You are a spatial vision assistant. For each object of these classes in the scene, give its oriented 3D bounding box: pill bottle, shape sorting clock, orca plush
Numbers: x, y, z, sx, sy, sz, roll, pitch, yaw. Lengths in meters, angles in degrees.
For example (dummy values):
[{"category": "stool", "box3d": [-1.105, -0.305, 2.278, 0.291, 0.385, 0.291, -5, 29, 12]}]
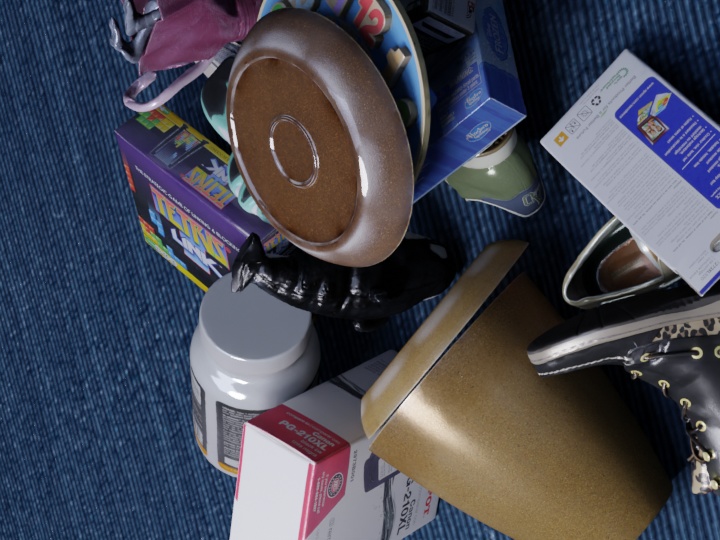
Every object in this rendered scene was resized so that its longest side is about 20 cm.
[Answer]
[{"category": "pill bottle", "box3d": [-0.092, 0.091, 1.404, 0.116, 0.116, 0.200, 45, 153, 23]}, {"category": "shape sorting clock", "box3d": [-0.020, -0.134, 1.182, 0.200, 0.039, 0.201, 16, 111, 45]}, {"category": "orca plush", "box3d": [0.000, 0.000, 1.297, 0.071, 0.199, 0.106, 26, 99, 59]}]

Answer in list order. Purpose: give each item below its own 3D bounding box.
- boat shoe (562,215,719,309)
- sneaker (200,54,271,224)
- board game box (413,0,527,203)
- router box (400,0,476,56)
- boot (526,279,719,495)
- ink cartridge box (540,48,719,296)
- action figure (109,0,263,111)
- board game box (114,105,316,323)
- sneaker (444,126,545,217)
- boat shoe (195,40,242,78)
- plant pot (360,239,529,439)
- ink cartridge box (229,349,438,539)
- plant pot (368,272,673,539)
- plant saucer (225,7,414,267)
[{"category": "boat shoe", "box3d": [0.228, -0.025, 1.169, 0.200, 0.068, 0.075, -46, 69, 41]}, {"category": "sneaker", "box3d": [-0.051, -0.094, 1.369, 0.078, 0.140, 0.200, -42, 43, 21]}, {"category": "board game box", "box3d": [0.032, -0.151, 1.249, 0.200, 0.043, 0.200, -37, 46, 37]}, {"category": "router box", "box3d": [0.028, -0.255, 1.223, 0.149, 0.051, 0.201, -16, 62, 49]}, {"category": "boot", "box3d": [0.233, 0.090, 1.161, 0.199, 0.073, 0.151, -16, 100, 7]}, {"category": "ink cartridge box", "box3d": [0.217, -0.068, 1.121, 0.095, 0.037, 0.200, -47, 45, 9]}, {"category": "action figure", "box3d": [-0.103, -0.212, 1.337, 0.134, 0.199, 0.150, -137, 39, -58]}, {"category": "board game box", "box3d": [-0.132, -0.040, 1.473, 0.200, 0.057, 0.166, 37, 155, 29]}, {"category": "sneaker", "box3d": [0.077, -0.093, 1.290, 0.090, 0.067, 0.200, 52, 168, -32]}, {"category": "boat shoe", "box3d": [-0.145, -0.254, 1.454, 0.200, 0.075, 0.093, 42, 123, 16]}, {"category": "plant pot", "box3d": [0.061, 0.048, 1.264, 0.027, 0.200, 0.200, 40, 131, 3]}, {"category": "ink cartridge box", "box3d": [-0.012, 0.174, 1.378, 0.084, 0.200, 0.145, 26, 121, 32]}, {"category": "plant pot", "box3d": [0.140, 0.136, 1.255, 0.200, 0.186, 0.187, 41, 131, 6]}, {"category": "plant saucer", "box3d": [-0.040, -0.091, 1.173, 0.200, 0.032, 0.201, 32, 135, 39]}]
